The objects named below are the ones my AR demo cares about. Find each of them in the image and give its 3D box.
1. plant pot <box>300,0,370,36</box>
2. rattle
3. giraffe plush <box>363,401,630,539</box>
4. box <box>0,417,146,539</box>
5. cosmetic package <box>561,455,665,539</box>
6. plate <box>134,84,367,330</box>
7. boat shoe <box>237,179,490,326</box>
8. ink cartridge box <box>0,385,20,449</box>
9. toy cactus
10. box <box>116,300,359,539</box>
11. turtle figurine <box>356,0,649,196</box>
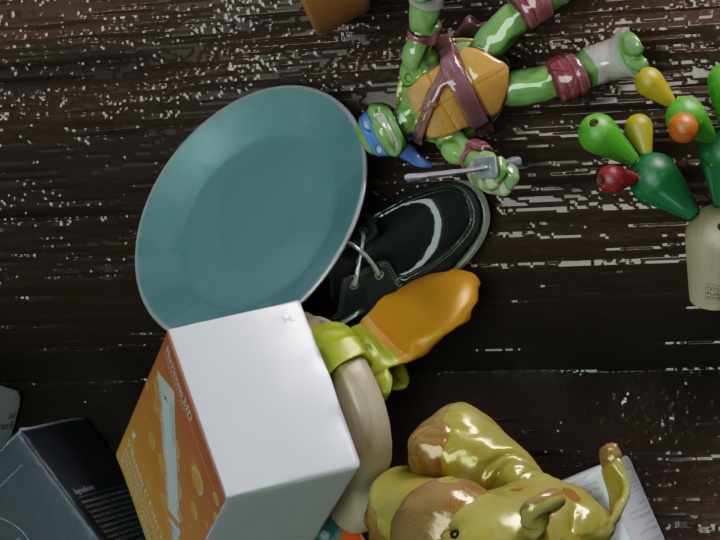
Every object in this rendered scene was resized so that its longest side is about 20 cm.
[{"bbox_3d":[-0.005,-0.277,1.649,0.139,0.200,0.201,-23,83,3],"label":"plant pot"},{"bbox_3d":[0.017,0.114,1.706,0.130,0.142,0.201,4,114,44],"label":"rattle"},{"bbox_3d":[0.079,0.179,1.548,0.198,0.162,0.174,6,93,19],"label":"giraffe plush"},{"bbox_3d":[-0.213,0.232,1.775,0.148,0.107,0.200,-42,79,17],"label":"box"},{"bbox_3d":[0.163,0.238,1.651,0.112,0.081,0.201,-24,84,19],"label":"cosmetic package"},{"bbox_3d":[-0.073,-0.037,1.723,0.199,0.026,0.202,-19,55,29],"label":"plate"},{"bbox_3d":[0.000,0.000,1.712,0.199,0.068,0.072,-28,80,17],"label":"boat shoe"},{"bbox_3d":[-0.373,0.105,1.810,0.199,0.145,0.085,16,97,20],"label":"ink cartridge box"},{"bbox_3d":[0.242,-0.052,1.605,0.198,0.102,0.166,0,113,-5],"label":"toy cactus"},{"bbox_3d":[-0.086,0.127,1.659,0.097,0.200,0.125,-12,65,-22],"label":"box"},{"bbox_3d":[0.086,-0.132,1.616,0.193,0.200,0.144,-27,60,-2],"label":"turtle figurine"}]
